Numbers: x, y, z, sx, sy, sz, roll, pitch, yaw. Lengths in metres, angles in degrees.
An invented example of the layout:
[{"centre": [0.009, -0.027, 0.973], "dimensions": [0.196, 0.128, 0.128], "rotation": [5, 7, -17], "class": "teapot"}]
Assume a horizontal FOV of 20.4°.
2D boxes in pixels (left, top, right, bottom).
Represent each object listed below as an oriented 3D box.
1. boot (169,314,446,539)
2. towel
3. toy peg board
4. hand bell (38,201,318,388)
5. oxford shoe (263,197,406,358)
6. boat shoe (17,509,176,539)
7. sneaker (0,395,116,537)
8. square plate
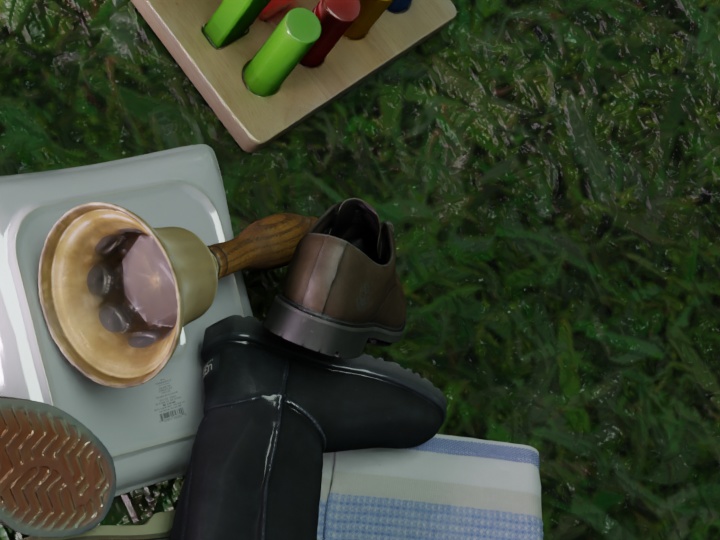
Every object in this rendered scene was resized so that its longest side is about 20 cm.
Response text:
[{"centre": [-0.030, 0.143, 1.163], "dimensions": [0.164, 0.066, 0.201], "rotation": [18, 54, -20], "class": "boot"}, {"centre": [0.037, 0.181, 1.203], "dimensions": [0.146, 0.024, 0.201], "rotation": [5, 50, -2], "class": "towel"}, {"centre": [-0.047, -0.220, 1.332], "dimensions": [0.199, 0.098, 0.200], "rotation": [-35, 87, -30], "class": "toy peg board"}, {"centre": [-0.085, -0.005, 1.183], "dimensions": [0.200, 0.104, 0.105], "rotation": [-19, 77, -55], "class": "hand bell"}, {"centre": [0.000, 0.000, 1.218], "dimensions": [0.072, 0.200, 0.085], "rotation": [20, 96, 5], "class": "oxford shoe"}, {"centre": [-0.152, 0.186, 1.138], "dimensions": [0.199, 0.075, 0.069], "rotation": [-10, 68, -27], "class": "boat shoe"}, {"centre": [-0.223, 0.092, 1.073], "dimensions": [0.199, 0.080, 0.072], "rotation": [24, 80, -41], "class": "sneaker"}, {"centre": [-0.136, 0.029, 1.189], "dimensions": [0.199, 0.028, 0.199], "rotation": [-13, 86, -41], "class": "square plate"}]
